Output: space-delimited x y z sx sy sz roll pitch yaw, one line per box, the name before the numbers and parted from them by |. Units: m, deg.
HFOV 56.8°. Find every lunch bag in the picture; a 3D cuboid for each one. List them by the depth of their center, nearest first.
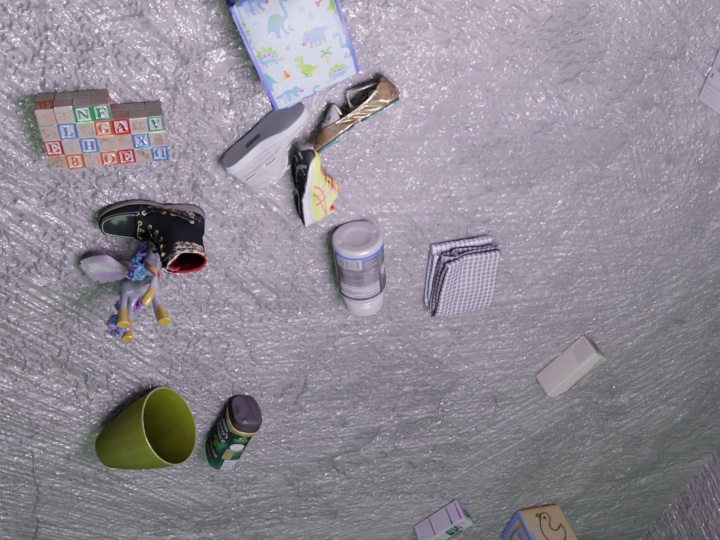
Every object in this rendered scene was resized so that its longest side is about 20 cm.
lunch bag | -0.108 -0.386 1.103 0.169 0.128 0.201 -24 124 0

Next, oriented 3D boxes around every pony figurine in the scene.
pony figurine | -0.448 0.034 1.319 0.192 0.201 0.166 -24 143 22

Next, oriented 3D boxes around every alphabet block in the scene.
alphabet block | 0.716 1.079 2.657 0.198 0.196 0.197 -1 132 -21

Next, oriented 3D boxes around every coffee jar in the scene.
coffee jar | -0.331 0.423 1.739 0.085 0.105 0.201 14 123 -33

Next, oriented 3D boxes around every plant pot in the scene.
plant pot | -0.535 0.403 1.612 0.199 0.188 0.187 -23 136 20

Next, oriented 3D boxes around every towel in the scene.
towel | 0.250 0.020 1.624 0.164 0.086 0.201 -9 132 -15

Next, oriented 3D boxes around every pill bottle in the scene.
pill bottle | 0.000 0.000 1.490 0.113 0.114 0.201 -14 133 -9

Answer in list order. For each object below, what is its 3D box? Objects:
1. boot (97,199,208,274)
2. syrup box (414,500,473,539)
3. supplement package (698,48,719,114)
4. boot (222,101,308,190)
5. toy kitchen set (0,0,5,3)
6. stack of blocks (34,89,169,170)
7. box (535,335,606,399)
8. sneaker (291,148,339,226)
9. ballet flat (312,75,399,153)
boot | -0.389 -0.061 1.258 0.202 0.154 0.074 -2 130 -19
syrup box | 0.307 0.938 2.451 0.199 0.082 0.079 -37 133 14
supplement package | 0.866 -0.430 1.420 0.149 0.152 0.201 -7 132 -15
boot | -0.160 -0.232 1.265 0.199 0.074 0.095 -31 140 18
toy kitchen set | -0.556 -0.423 0.845 0.162 0.201 0.181 -26 134 1
stack of blocks | -0.439 -0.245 1.144 0.198 0.059 0.116 -8 131 -15
box | 0.637 0.295 2.018 0.068 0.082 0.200 25 118 -37
sneaker | -0.085 -0.174 1.331 0.090 0.079 0.201 -17 151 -14
ballet flat | -0.020 -0.300 1.266 0.199 0.071 0.065 -33 106 6
